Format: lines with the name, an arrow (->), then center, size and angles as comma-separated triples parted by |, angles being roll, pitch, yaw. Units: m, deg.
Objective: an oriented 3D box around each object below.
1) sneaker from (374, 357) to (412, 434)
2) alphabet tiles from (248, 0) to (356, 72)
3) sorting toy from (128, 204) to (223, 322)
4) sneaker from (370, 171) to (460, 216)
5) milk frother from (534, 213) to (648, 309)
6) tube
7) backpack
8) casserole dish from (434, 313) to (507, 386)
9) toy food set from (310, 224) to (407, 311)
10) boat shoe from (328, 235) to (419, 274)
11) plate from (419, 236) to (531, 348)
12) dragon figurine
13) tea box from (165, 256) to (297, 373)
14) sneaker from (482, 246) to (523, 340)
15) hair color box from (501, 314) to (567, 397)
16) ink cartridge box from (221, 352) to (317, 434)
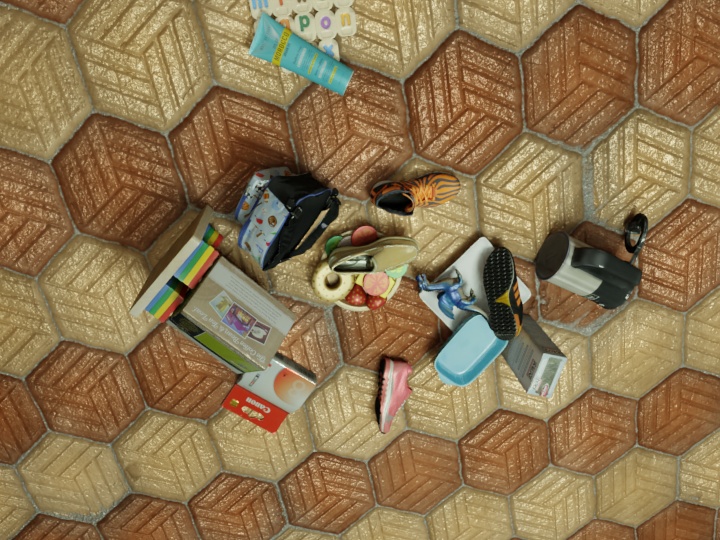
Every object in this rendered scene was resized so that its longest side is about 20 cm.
sneaker -> 0.084, 0.312, 1.271 | 0.085, 0.074, 0.205 | 3, 110, -7
alphabet tiles -> -0.108, -0.487, 0.989 | 0.195, 0.015, 0.200 | -9, 113, -2
sorting toy -> -0.353, -0.011, 1.045 | 0.069, 0.201, 0.199 | 39, 103, -21
sneaker -> 0.120, -0.150, 1.082 | 0.195, 0.112, 0.079 | -11, 112, -1
milk frother -> 0.523, -0.047, 1.160 | 0.185, 0.180, 0.204 | 22, 64, -13
tube -> -0.110, -0.404, 0.995 | 0.197, 0.050, 0.079 | 25, 101, -9
backpack -> -0.162, -0.103, 1.040 | 0.153, 0.199, 0.193 | 37, 114, 15
casserole dish -> 0.255, 0.182, 1.224 | 0.120, 0.039, 0.201 | 35, 105, -17
toy food set -> 0.000, 0.000, 1.161 | 0.197, 0.049, 0.200 | 27, 106, -13
boat shoe -> 0.031, -0.020, 1.090 | 0.195, 0.076, 0.073 | -13, 111, -1
plate -> 0.265, 0.051, 1.212 | 0.199, 0.032, 0.200 | -42, 108, 10
dragon figurine -> 0.204, 0.067, 1.161 | 0.099, 0.059, 0.201 | -37, 101, 13
tea box -> -0.269, 0.101, 1.078 | 0.199, 0.196, 0.135 | 40, 63, -18
sneaker -> 0.323, 0.051, 1.166 | 0.069, 0.089, 0.205 | -7, 86, 32
hair color box -> 0.382, 0.185, 1.181 | 0.059, 0.201, 0.101 | 12, 110, -9
ink cartridge box -> -0.222, 0.297, 1.251 | 0.161, 0.050, 0.202 | 32, 101, -15
